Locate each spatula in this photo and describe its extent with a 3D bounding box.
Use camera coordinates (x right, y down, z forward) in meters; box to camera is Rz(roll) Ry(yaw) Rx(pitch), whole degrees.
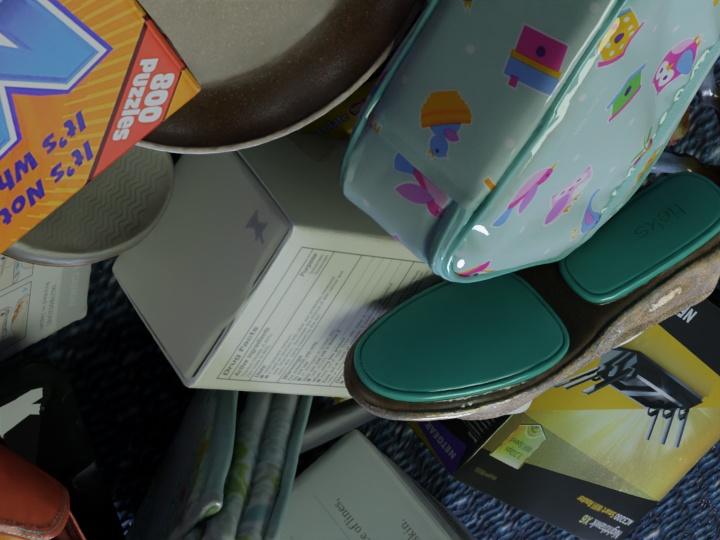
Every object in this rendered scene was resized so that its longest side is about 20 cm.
[{"bbox_3d":[0.033,0.047,1.282,0.200,0.021,0.057,-30,152,-13],"label":"spatula"}]

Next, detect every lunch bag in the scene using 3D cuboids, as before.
[{"bbox_3d":[0.092,-0.092,1.034,0.160,0.077,0.200,-7,136,-58],"label":"lunch bag"}]

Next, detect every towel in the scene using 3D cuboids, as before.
[{"bbox_3d":[-0.079,0.120,1.180,0.048,0.200,0.172,26,120,-8],"label":"towel"}]

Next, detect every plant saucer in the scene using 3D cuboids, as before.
[{"bbox_3d":[-0.056,-0.144,0.955,0.199,0.032,0.201,-10,111,-27],"label":"plant saucer"}]

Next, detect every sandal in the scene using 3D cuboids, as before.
[{"bbox_3d":[-0.137,-0.064,0.959,0.200,0.054,0.082,43,67,-40],"label":"sandal"}]

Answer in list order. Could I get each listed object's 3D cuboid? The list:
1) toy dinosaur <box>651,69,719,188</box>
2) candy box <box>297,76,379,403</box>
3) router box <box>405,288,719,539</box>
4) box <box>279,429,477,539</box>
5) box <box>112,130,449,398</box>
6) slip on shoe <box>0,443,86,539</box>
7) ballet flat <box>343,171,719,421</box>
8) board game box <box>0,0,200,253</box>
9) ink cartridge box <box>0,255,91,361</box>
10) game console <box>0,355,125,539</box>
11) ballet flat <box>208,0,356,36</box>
[{"bbox_3d":[0.101,-0.086,1.194,0.181,0.200,0.105,28,84,-15],"label":"toy dinosaur"},{"bbox_3d":[0.014,-0.016,1.232,0.102,0.026,0.200,-33,146,-14],"label":"candy box"},{"bbox_3d":[0.135,0.065,1.420,0.157,0.052,0.200,-47,146,10],"label":"router box"},{"bbox_3d":[0.033,0.214,1.336,0.131,0.200,0.199,-41,156,1],"label":"box"},{"bbox_3d":[0.000,0.000,1.145,0.200,0.078,0.095,8,125,-46],"label":"box"},{"bbox_3d":[-0.149,0.095,1.036,0.061,0.074,0.200,-23,120,14],"label":"slip on shoe"},{"bbox_3d":[0.082,0.026,1.125,0.199,0.068,0.067,-24,149,-18],"label":"ballet flat"},{"bbox_3d":[-0.208,-0.099,0.751,0.200,0.200,0.200,-39,146,-2],"label":"board game box"},{"bbox_3d":[-0.190,-0.009,1.036,0.200,0.050,0.161,-32,148,-39],"label":"ink cartridge box"},{"bbox_3d":[-0.217,0.127,1.141,0.200,0.116,0.176,-28,126,-19],"label":"game console"},{"bbox_3d":[0.001,-0.138,1.053,0.199,0.073,0.073,-10,136,-29],"label":"ballet flat"}]
